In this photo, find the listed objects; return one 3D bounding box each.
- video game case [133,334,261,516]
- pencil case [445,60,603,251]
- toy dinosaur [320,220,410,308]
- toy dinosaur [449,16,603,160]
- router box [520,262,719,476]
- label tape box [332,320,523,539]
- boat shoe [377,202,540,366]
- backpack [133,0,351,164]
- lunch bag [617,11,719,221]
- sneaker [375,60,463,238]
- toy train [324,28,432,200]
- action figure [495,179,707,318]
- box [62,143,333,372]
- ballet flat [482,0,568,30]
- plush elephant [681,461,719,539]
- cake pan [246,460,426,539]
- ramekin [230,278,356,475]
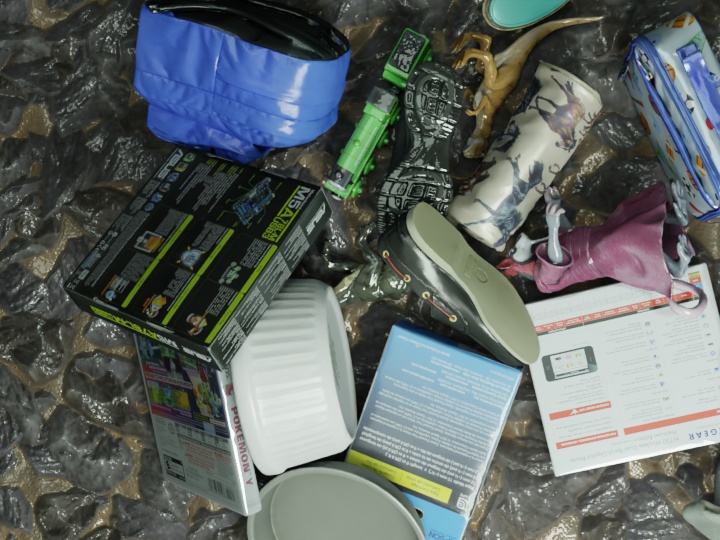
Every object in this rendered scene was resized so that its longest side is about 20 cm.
[{"bbox_3d":[-0.171,0.143,1.108,0.023,0.200,0.183,-15,100,-32],"label":"video game case"},{"bbox_3d":[0.164,-0.115,1.112,0.078,0.090,0.200,28,103,-28],"label":"pencil case"},{"bbox_3d":[0.000,0.000,1.162,0.199,0.047,0.089,-21,92,11],"label":"toy dinosaur"},{"bbox_3d":[0.151,-0.215,1.148,0.106,0.060,0.201,31,97,-21],"label":"toy dinosaur"},{"bbox_3d":[0.275,0.101,1.115,0.199,0.049,0.181,-13,87,8],"label":"router box"},{"bbox_3d":[0.071,0.171,1.136,0.143,0.066,0.201,20,97,8],"label":"label tape box"},{"bbox_3d":[0.101,0.022,1.081,0.201,0.074,0.063,46,128,-11],"label":"boat shoe"},{"bbox_3d":[-0.114,-0.200,1.131,0.199,0.163,0.169,15,119,8],"label":"backpack"},{"bbox_3d":[0.324,-0.150,1.059,0.075,0.160,0.201,-27,86,6],"label":"lunch bag"},{"bbox_3d":[0.063,-0.113,1.131,0.075,0.091,0.201,15,90,-2],"label":"sneaker"},{"bbox_3d":[0.019,-0.166,1.157,0.042,0.056,0.201,29,92,8],"label":"toy train"},{"bbox_3d":[0.235,-0.016,1.087,0.199,0.134,0.150,-19,100,29],"label":"action figure"},{"bbox_3d":[-0.157,-0.020,1.048,0.192,0.048,0.200,19,62,27],"label":"box"},{"bbox_3d":[0.209,-0.322,1.131,0.200,0.071,0.071,-36,84,5],"label":"ballet flat"},{"bbox_3d":[0.397,0.259,1.037,0.200,0.155,0.165,-41,83,5],"label":"plush elephant"},{"bbox_3d":[-0.019,0.279,1.119,0.199,0.037,0.201,8,118,15],"label":"cake pan"},{"bbox_3d":[-0.063,0.100,1.087,0.094,0.202,0.204,-9,87,6],"label":"ramekin"}]
